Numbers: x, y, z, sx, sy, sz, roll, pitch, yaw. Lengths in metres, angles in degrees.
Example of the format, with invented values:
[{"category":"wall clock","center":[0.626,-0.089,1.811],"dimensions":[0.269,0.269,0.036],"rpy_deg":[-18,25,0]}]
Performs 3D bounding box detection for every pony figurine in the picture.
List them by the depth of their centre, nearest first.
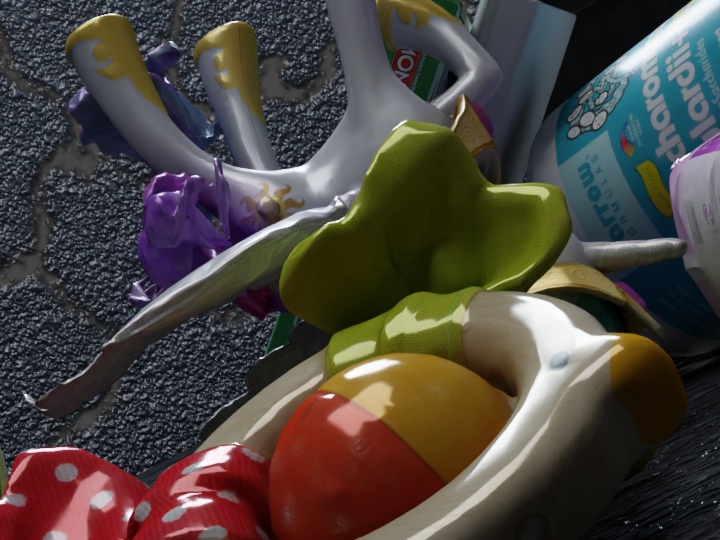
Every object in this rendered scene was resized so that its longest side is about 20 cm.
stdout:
[{"category":"pony figurine","center":[-0.017,-0.013,0.689],"dimensions":[0.192,0.201,0.167],"rpy_deg":[-33,-29,1]}]

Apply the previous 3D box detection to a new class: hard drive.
[{"category":"hard drive","center":[0.038,-0.011,0.847],"dimensions":[0.026,0.202,0.132],"rpy_deg":[19,8,9]}]

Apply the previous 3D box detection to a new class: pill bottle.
[{"category":"pill bottle","center":[0.137,-0.041,0.778],"dimensions":[0.200,0.111,0.111],"rpy_deg":[-39,-8,36]}]

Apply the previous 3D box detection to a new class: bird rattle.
[{"category":"bird rattle","center":[-0.009,0.048,0.530],"dimensions":[0.199,0.113,0.163],"rpy_deg":[-29,17,-24]}]

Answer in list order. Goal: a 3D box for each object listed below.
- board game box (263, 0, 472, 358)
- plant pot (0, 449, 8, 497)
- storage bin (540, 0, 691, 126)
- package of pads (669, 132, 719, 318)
[{"category":"board game box","center":[0.000,0.000,0.817],"dimensions":[0.029,0.202,0.135],"rpy_deg":[19,-1,9]},{"category":"plant pot","center":[-0.265,0.150,1.100],"dimensions":[0.186,0.188,0.200],"rpy_deg":[-26,-16,-12]},{"category":"storage bin","center":[0.167,-0.097,1.063],"dimensions":[0.093,0.201,0.135],"rpy_deg":[-24,-2,-43]},{"category":"package of pads","center":[0.159,-0.027,0.580],"dimensions":[0.120,0.076,0.200],"rpy_deg":[-25,-1,-1]}]
